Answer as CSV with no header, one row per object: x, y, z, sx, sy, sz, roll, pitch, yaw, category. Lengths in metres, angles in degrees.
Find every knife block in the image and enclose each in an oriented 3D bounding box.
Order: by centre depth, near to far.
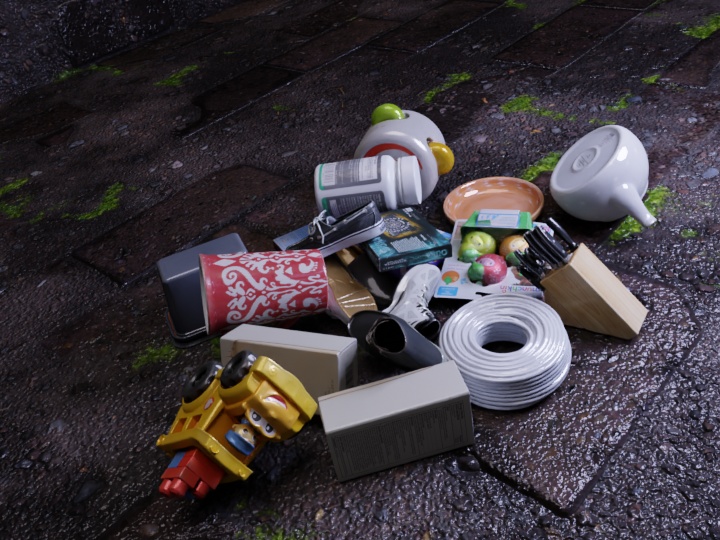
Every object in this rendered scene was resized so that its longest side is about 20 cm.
0.342,0.004,1.128,0.199,0.176,0.064,13,42,31,knife block

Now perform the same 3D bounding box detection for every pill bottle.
0.016,-0.166,1.431,0.198,0.114,0.113,-5,35,11,pill bottle

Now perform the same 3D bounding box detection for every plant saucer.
0.267,-0.125,1.453,0.199,0.038,0.201,-8,34,5,plant saucer

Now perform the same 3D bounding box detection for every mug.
-0.165,0.038,1.219,0.198,0.178,0.134,-7,62,-15,mug

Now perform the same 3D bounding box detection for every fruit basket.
0.237,-0.024,1.275,0.184,0.094,0.201,4,41,21,fruit basket

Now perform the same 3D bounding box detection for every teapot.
0.466,-0.165,1.366,0.197,0.146,0.201,-19,38,56,teapot

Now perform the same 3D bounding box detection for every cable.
0.218,0.118,1.097,0.199,0.070,0.200,-21,36,-13,cable

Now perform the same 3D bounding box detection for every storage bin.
-0.269,0.031,1.307,0.199,0.135,0.146,-22,36,-13,storage bin

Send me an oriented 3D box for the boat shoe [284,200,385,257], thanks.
-0.058,-0.067,1.276,0.198,0.068,0.074,-18,20,19,boat shoe

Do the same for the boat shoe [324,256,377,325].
-0.033,0.053,1.269,0.070,0.070,0.200,-5,38,-30,boat shoe

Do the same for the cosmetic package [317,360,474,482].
0.050,0.207,0.995,0.199,0.104,0.073,-15,34,-6,cosmetic package

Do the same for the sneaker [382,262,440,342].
0.102,0.069,1.184,0.115,0.076,0.201,8,48,43,sneaker

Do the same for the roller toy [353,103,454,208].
0.084,-0.230,1.530,0.199,0.183,0.140,29,40,-2,roller toy

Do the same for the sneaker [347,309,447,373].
0.032,0.089,1.070,0.199,0.106,0.075,23,78,47,sneaker

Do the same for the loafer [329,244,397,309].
0.000,0.000,1.312,0.200,0.073,0.073,34,55,32,loafer

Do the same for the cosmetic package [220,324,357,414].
-0.107,0.149,1.096,0.199,0.104,0.073,4,15,22,cosmetic package

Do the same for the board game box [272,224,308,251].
-0.091,-0.033,1.445,0.102,0.020,0.200,-25,37,-18,board game box

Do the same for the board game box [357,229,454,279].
0.061,-0.052,1.387,0.199,0.045,0.134,24,38,39,board game box

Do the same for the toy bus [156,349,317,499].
-0.182,0.223,0.972,0.199,0.136,0.192,-22,27,42,toy bus

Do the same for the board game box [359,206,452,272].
0.066,-0.061,1.312,0.134,0.028,0.200,-12,27,-12,board game box
